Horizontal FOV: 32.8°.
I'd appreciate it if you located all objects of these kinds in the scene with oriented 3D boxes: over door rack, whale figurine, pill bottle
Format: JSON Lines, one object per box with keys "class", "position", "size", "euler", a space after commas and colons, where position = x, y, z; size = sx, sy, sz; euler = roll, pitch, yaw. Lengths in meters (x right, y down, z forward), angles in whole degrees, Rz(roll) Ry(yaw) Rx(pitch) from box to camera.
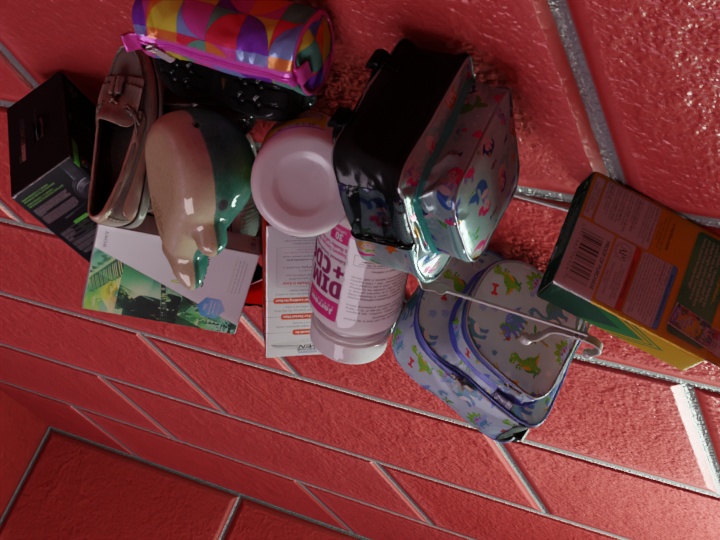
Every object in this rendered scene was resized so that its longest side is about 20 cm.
{"class": "over door rack", "position": [0.170, -0.009, 1.250], "size": [0.198, 0.149, 0.067], "euler": [22, 154, 6]}
{"class": "whale figurine", "position": [-0.164, -0.076, 1.282], "size": [0.160, 0.102, 0.202], "euler": [55, 149, 38]}
{"class": "pill bottle", "position": [-0.055, -0.105, 1.243], "size": [0.103, 0.105, 0.200], "euler": [27, -168, -7]}
{"class": "pill bottle", "position": [0.000, 0.000, 1.390], "size": [0.112, 0.114, 0.202], "euler": [20, 127, 13]}

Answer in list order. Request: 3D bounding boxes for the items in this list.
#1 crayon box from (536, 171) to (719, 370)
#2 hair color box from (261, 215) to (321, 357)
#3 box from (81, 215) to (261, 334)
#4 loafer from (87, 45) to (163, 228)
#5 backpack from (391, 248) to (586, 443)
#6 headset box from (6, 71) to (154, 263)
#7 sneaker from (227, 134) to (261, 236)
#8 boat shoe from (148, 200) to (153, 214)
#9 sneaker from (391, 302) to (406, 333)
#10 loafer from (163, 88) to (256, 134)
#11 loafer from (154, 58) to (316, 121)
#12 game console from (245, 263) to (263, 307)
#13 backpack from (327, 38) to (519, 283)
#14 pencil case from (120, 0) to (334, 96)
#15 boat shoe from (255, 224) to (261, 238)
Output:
{"class": "crayon box", "position": [0.284, 0.009, 1.187], "size": [0.198, 0.127, 0.052], "euler": [27, 160, -4]}
{"class": "hair color box", "position": [-0.066, 0.009, 1.496], "size": [0.109, 0.064, 0.202], "euler": [-3, 126, -9]}
{"class": "box", "position": [-0.233, 0.003, 1.497], "size": [0.197, 0.037, 0.145], "euler": [11, 131, -12]}
{"class": "loafer", "position": [-0.261, -0.147, 1.335], "size": [0.071, 0.203, 0.063], "euler": [7, -176, 32]}
{"class": "backpack", "position": [0.151, 0.070, 1.415], "size": [0.199, 0.184, 0.147], "euler": [33, 150, 0]}
{"class": "headset box", "position": [-0.345, -0.121, 1.512], "size": [0.092, 0.175, 0.200], "euler": [-31, 134, 13]}
{"class": "sneaker", "position": [-0.178, -0.117, 1.499], "size": [0.113, 0.073, 0.202], "euler": [21, 146, 19]}
{"class": "boat shoe", "position": [-0.187, -0.087, 1.410], "size": [0.072, 0.076, 0.199], "euler": [42, 154, -21]}
{"class": "sneaker", "position": [-0.001, 0.064, 1.737], "size": [0.090, 0.076, 0.200], "euler": [37, 151, -4]}
{"class": "loafer", "position": [-0.209, -0.178, 1.381], "size": [0.197, 0.072, 0.073], "euler": [-5, 169, 23]}
{"class": "loafer", "position": [-0.132, -0.197, 1.257], "size": [0.199, 0.069, 0.070], "euler": [24, -163, 33]}
{"class": "game console", "position": [-0.135, -0.015, 1.652], "size": [0.171, 0.120, 0.199], "euler": [-21, 167, 24]}
{"class": "backpack", "position": [0.063, -0.089, 1.135], "size": [0.149, 0.179, 0.201], "euler": [21, 153, 17]}
{"class": "pencil case", "position": [-0.123, -0.223, 1.160], "size": [0.197, 0.089, 0.089], "euler": [14, 157, 22]}
{"class": "boat shoe", "position": [-0.073, -0.051, 1.576], "size": [0.197, 0.074, 0.063], "euler": [9, -163, 25]}
